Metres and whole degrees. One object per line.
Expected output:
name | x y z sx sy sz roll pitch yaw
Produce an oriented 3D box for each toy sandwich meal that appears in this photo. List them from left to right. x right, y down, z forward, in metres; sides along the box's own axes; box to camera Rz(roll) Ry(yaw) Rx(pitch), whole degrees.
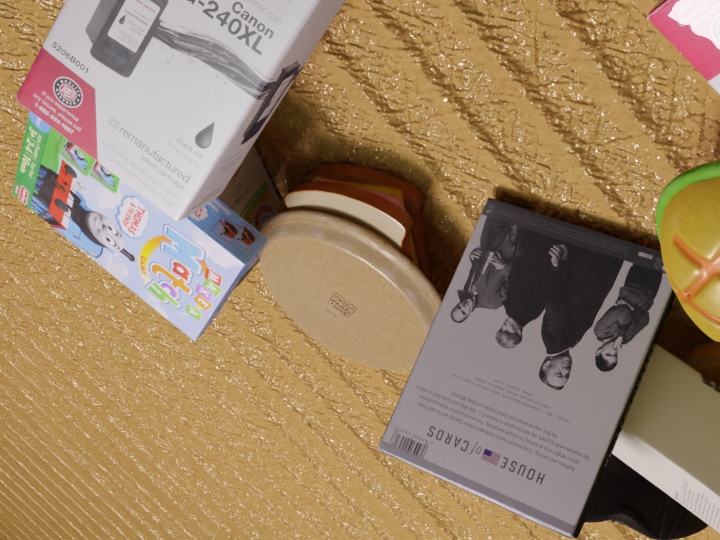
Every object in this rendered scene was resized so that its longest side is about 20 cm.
toy sandwich meal | 0.000 0.000 0.899 0.205 0.070 0.205 25 148 17

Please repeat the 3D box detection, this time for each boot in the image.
boot | 0.181 0.152 0.878 0.200 0.073 0.151 8 -168 -27

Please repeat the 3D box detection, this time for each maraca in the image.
maraca | 0.254 0.011 0.628 0.200 0.107 0.137 47 154 -19

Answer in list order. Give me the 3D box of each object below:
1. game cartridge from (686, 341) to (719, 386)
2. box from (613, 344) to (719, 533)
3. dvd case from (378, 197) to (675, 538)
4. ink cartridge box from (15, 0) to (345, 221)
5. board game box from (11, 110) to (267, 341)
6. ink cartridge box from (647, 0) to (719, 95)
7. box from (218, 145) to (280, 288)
game cartridge | 0.348 0.106 0.722 0.200 0.032 0.176 -17 118 49
box | 0.209 0.103 0.761 0.200 0.068 0.082 38 167 26
dvd case | 0.117 0.062 0.747 0.150 0.200 0.025 21 172 26
ink cartridge box | -0.115 -0.159 0.720 0.145 0.083 0.200 37 115 1
board game box | -0.181 -0.044 0.857 0.200 0.037 0.151 38 145 -1
ink cartridge box | 0.263 -0.104 0.504 0.200 0.084 0.145 44 146 -6
box | -0.160 -0.089 0.910 0.112 0.101 0.200 8 135 38
